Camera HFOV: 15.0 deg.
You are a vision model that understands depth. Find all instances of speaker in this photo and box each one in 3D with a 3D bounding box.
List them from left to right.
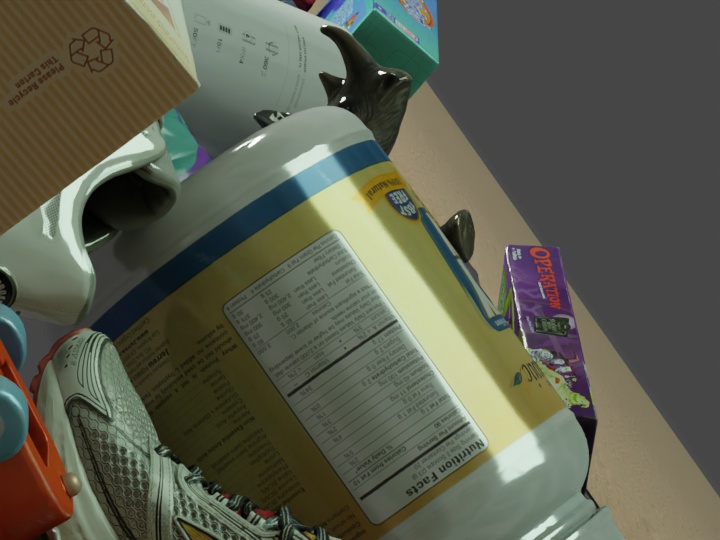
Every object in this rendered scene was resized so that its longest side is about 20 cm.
[{"bbox_3d":[-0.087,-0.097,1.200,0.200,0.081,0.081,16,35,-47],"label":"speaker"}]

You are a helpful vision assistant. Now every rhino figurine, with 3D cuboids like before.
[{"bbox_3d":[0.000,0.000,1.110,0.060,0.087,0.201,-17,99,-71],"label":"rhino figurine"}]

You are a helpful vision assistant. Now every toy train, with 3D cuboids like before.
[{"bbox_3d":[-0.091,0.091,0.689,0.200,0.055,0.151,-111,177,-66],"label":"toy train"}]

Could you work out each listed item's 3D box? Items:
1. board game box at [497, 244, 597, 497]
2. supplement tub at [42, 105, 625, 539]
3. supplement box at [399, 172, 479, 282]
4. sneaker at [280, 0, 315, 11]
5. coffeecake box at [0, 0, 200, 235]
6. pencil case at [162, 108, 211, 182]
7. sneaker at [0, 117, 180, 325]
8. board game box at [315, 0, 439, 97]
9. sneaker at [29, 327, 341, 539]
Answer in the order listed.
[{"bbox_3d":[0.067,0.105,1.153,0.120,0.032,0.201,-104,-164,-54],"label":"board game box"},{"bbox_3d":[-0.007,0.057,1.011,0.200,0.144,0.145,54,9,5],"label":"supplement tub"},{"bbox_3d":[0.003,0.014,1.403,0.110,0.086,0.200,51,9,-14],"label":"supplement box"},{"bbox_3d":[-0.102,-0.196,1.457,0.200,0.116,0.078,41,30,-10],"label":"sneaker"},{"bbox_3d":[-0.135,-0.072,0.811,0.073,0.153,0.200,50,10,-25],"label":"coffeecake box"},{"bbox_3d":[-0.141,-0.090,1.063,0.200,0.085,0.092,55,-24,2],"label":"pencil case"},{"bbox_3d":[-0.101,-0.054,0.957,0.088,0.074,0.200,26,47,-9],"label":"sneaker"},{"bbox_3d":[-0.024,-0.082,1.386,0.045,0.152,0.200,40,14,-9],"label":"board game box"},{"bbox_3d":[-0.037,0.101,0.896,0.200,0.082,0.078,54,9,8],"label":"sneaker"}]
